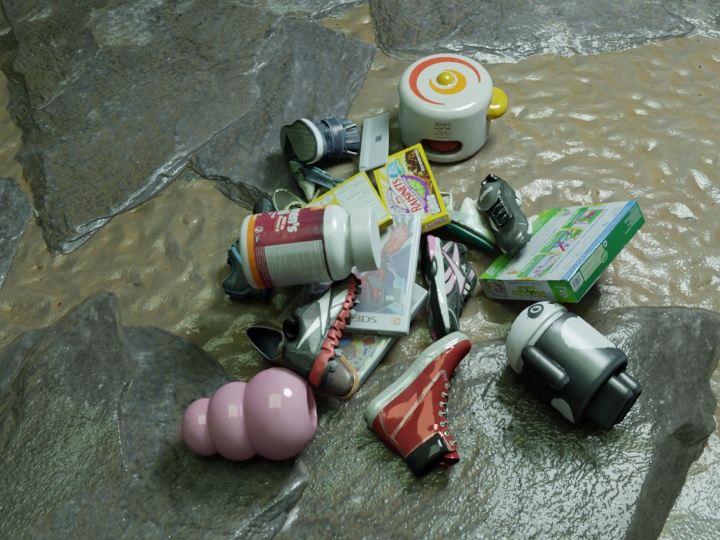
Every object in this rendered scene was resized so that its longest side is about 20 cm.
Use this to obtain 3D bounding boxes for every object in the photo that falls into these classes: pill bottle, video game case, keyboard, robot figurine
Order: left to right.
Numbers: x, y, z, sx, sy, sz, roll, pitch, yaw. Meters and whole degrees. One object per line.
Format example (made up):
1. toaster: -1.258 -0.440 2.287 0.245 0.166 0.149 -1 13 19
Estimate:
1. pill bottle: -0.072 -0.037 1.121 0.194 0.111 0.112 -6 51 10
2. video game case: -0.018 0.066 1.207 0.180 0.023 0.201 32 72 26
3. video game case: 0.000 0.000 1.206 0.177 0.023 0.205 3 66 14
4. keyboard: 0.028 -0.247 1.438 0.055 0.011 0.202 -13 36 13
5. robot figurine: 0.301 0.133 1.084 0.125 0.151 0.199 -42 59 -11

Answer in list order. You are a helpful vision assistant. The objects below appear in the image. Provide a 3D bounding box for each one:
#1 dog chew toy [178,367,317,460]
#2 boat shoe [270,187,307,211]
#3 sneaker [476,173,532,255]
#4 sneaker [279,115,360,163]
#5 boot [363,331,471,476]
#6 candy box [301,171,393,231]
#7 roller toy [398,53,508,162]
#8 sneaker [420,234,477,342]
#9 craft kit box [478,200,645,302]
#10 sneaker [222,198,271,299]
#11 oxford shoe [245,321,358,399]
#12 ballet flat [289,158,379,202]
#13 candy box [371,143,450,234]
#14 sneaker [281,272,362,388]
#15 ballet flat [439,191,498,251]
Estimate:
1. dog chew toy: -0.162 0.210 1.072 0.194 0.126 0.127 -11 51 6
2. boat shoe: -0.104 -0.084 1.328 0.071 0.061 0.203 -26 54 -16
3. sneaker: 0.232 -0.099 1.262 0.066 0.090 0.202 -41 21 24
4. sneaker: -0.056 -0.239 1.386 0.142 0.079 0.202 -3 16 -20
5. boot: 0.120 0.195 1.090 0.199 0.073 0.144 -42 60 -15
6. candy box: -0.054 -0.068 1.213 0.197 0.027 0.104 -30 66 -2
7. roller toy: 0.161 -0.312 1.434 0.180 0.141 0.200 -33 57 -20
8. sneaker: 0.150 0.026 1.215 0.084 0.081 0.205 2 57 -7
9. craft kit box: 0.314 -0.030 1.194 0.199 0.049 0.196 -42 23 -24
10. sneaker: -0.190 -0.043 1.296 0.079 0.074 0.204 -2 51 5
11. oxford shoe: -0.092 0.136 1.134 0.196 0.073 0.073 23 91 28
12. ballet flat: -0.060 -0.143 1.372 0.196 0.075 0.075 23 57 26
13. candy box: 0.083 -0.136 1.311 0.100 0.027 0.203 -23 44 8
14. sneaker: -0.059 0.070 1.104 0.096 0.072 0.203 21 49 0
15. ballet flat: 0.154 -0.097 1.309 0.196 0.069 0.073 19 79 22
